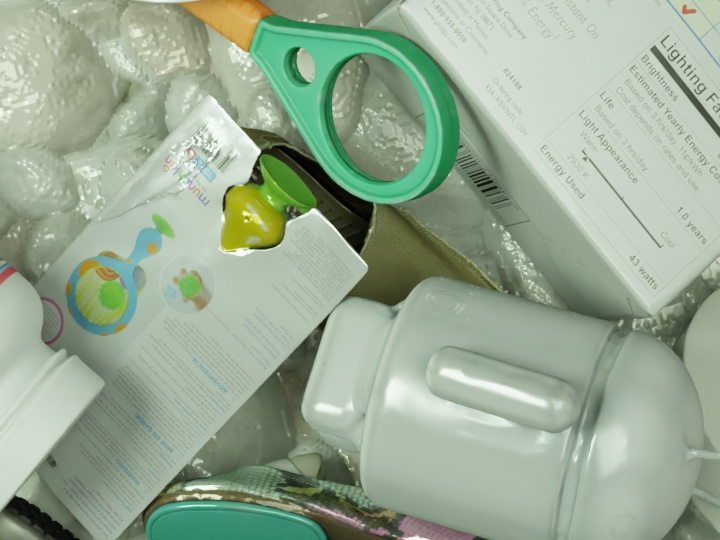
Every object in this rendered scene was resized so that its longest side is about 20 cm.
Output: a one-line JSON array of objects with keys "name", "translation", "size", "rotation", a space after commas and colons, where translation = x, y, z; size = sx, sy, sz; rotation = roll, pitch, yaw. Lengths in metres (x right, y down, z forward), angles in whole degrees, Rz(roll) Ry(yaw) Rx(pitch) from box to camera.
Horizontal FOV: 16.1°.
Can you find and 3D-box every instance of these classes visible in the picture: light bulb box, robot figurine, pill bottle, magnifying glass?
[{"name": "light bulb box", "translation": [0.138, -0.112, 1.273], "size": [0.200, 0.125, 0.199], "rotation": [-41, 97, -10]}, {"name": "robot figurine", "translation": [0.075, 0.071, 1.197], "size": [0.198, 0.170, 0.114], "rotation": [16, 82, 12]}, {"name": "pill bottle", "translation": [-0.221, 0.020, 1.196], "size": [0.200, 0.109, 0.109], "rotation": [41, 82, -2]}, {"name": "magnifying glass", "translation": [-0.033, -0.104, 1.237], "size": [0.200, 0.022, 0.080], "rotation": [38, 125, 25]}]

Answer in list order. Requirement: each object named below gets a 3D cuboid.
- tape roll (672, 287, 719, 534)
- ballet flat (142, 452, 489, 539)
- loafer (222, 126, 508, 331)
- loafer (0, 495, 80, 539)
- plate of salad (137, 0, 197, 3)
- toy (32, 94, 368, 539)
[{"name": "tape roll", "translation": [0.244, 0.085, 1.273], "size": [0.201, 0.037, 0.204], "rotation": [15, 43, -14]}, {"name": "ballet flat", "translation": [-0.006, 0.126, 1.261], "size": [0.198, 0.069, 0.071], "rotation": [10, 44, 8]}, {"name": "loafer", "translation": [0.000, 0.000, 1.272], "size": [0.199, 0.067, 0.076], "rotation": [32, 83, -9]}, {"name": "loafer", "translation": [-0.121, 0.194, 1.250], "size": [0.200, 0.073, 0.071], "rotation": [40, 91, -2]}, {"name": "plate of salad", "translation": [-0.086, -0.223, 1.256], "size": [0.198, 0.048, 0.202], "rotation": [-2, 75, 7]}, {"name": "toy", "translation": [-0.093, 0.024, 1.240], "size": [0.115, 0.047, 0.200], "rotation": [46, 111, 8]}]
